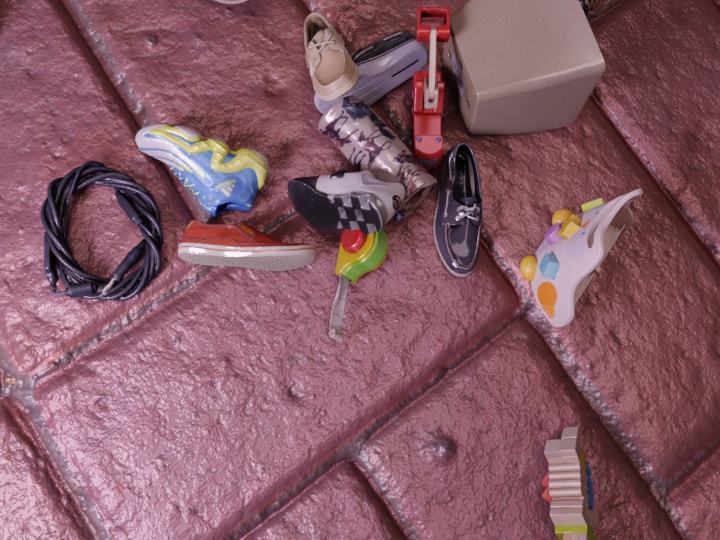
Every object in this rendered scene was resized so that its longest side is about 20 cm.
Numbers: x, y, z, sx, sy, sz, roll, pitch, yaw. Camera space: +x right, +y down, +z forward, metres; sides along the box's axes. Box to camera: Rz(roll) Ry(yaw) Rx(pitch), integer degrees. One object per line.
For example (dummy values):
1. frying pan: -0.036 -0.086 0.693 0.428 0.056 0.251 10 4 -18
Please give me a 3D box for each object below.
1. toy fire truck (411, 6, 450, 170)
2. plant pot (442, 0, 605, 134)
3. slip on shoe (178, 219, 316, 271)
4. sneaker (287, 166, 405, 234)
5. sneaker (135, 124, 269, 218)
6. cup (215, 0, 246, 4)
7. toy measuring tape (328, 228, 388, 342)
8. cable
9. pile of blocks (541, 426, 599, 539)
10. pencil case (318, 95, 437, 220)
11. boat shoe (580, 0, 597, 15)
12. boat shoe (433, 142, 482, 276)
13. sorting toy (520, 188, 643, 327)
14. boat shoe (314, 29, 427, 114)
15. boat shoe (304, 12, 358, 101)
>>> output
1. toy fire truck: 0.103 -0.263 0.972 0.047 0.141 0.206 1 85 2
2. plant pot: 0.229 -0.321 1.002 0.173 0.200 0.204 -19 78 1
3. slip on shoe: -0.159 -0.039 0.934 0.194 0.074 0.063 5 72 -1
4. sneaker: -0.019 -0.106 0.939 0.197 0.075 0.088 17 46 38
5. sneaker: -0.234 -0.139 0.945 0.195 0.076 0.108 12 75 -5
6. cup: -0.183 -0.539 1.009 0.198 0.202 0.144 35 47 3
7. toy measuring tape: 0.000 0.000 0.937 0.072 0.074 0.205 12 69 -4
8. cable: -0.360 -0.060 0.921 0.158 0.051 0.206 -3 76 -8
9. pile of blocks: 0.288 0.325 0.912 0.061 0.082 0.205 -14 61 33
10. pencil case: 0.022 -0.171 0.981 0.201 0.090 0.077 48 48 9
11. boat shoe: 0.371 -0.454 1.105 0.088 0.071 0.206 2 73 -3
12. boat shoe: 0.150 -0.095 0.990 0.071 0.063 0.206 2 76 -7
13. sorting toy: 0.328 -0.042 0.939 0.106 0.180 0.201 37 74 3
14. boat shoe: 0.010 -0.310 1.031 0.197 0.073 0.072 -28 56 -9
15. boat shoe: -0.052 -0.319 0.969 0.071 0.065 0.203 -26 42 12
